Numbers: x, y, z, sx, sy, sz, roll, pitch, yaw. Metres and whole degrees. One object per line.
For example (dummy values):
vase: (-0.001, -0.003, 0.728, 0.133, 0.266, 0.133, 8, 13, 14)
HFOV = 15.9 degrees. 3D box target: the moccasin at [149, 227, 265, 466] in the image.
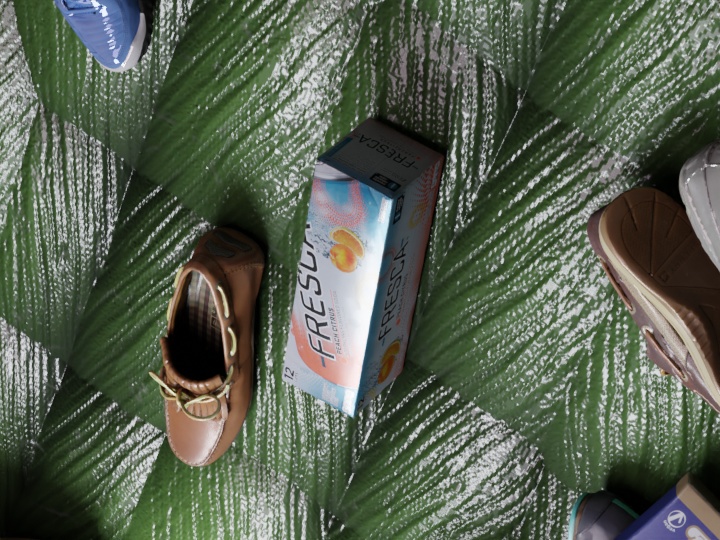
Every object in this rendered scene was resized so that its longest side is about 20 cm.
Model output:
moccasin: (-0.115, 0.065, 1.882, 0.074, 0.078, 0.201, 32, 132, 17)

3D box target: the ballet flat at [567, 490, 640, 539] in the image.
ballet flat: (0.171, 0.244, 1.787, 0.073, 0.073, 0.200, 21, 125, 26)

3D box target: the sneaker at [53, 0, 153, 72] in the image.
sneaker: (-0.208, -0.223, 1.768, 0.076, 0.077, 0.200, -9, 113, 39)

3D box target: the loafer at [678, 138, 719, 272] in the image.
loafer: (0.260, 0.011, 1.553, 0.200, 0.070, 0.070, 60, 152, -3)

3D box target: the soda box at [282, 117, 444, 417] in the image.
soda box: (0.000, 0.000, 1.756, 0.064, 0.068, 0.200, 27, 132, 21)

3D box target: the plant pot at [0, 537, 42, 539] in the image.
plant pot: (-0.289, 0.306, 2.105, 0.200, 0.200, 0.140, 11, 108, 32)

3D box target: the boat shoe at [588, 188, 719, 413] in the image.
boat shoe: (0.214, 0.036, 1.620, 0.200, 0.072, 0.072, 48, 161, -6)

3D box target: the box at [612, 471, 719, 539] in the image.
box: (0.187, 0.243, 1.723, 0.121, 0.032, 0.200, 45, 106, -6)
